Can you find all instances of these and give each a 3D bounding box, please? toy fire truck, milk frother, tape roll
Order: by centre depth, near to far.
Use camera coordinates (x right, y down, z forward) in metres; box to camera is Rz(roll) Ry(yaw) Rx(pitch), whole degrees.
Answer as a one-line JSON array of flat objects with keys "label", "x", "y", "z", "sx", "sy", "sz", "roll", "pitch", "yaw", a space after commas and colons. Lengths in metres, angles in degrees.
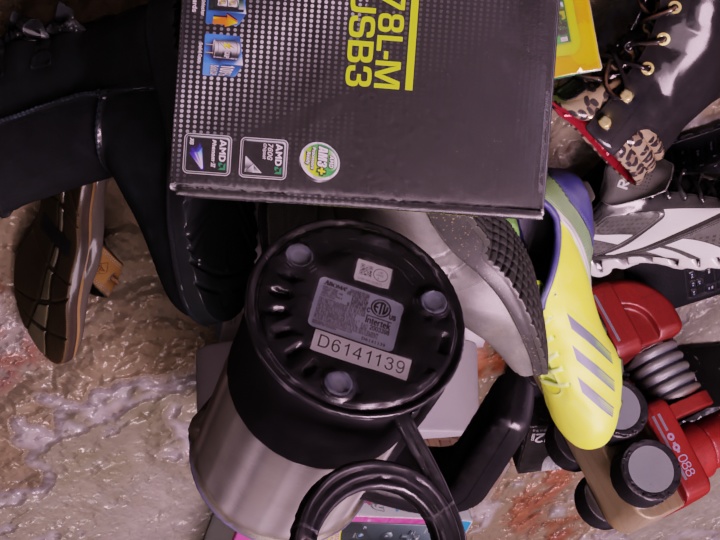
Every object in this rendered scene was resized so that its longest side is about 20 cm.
[{"label": "milk frother", "x": -0.020, "y": 0.112, "z": 0.777, "sx": 0.180, "sy": 0.200, "sz": 0.188, "roll": 33, "pitch": 146, "yaw": 5}, {"label": "tape roll", "x": -0.016, "y": 0.087, "z": 1.011, "sx": 0.200, "sy": 0.066, "sz": 0.200, "roll": -1, "pitch": 171, "yaw": 0}, {"label": "toy fire truck", "x": 0.242, "y": 0.079, "z": 1.078, "sx": 0.200, "sy": 0.176, "sz": 0.129, "roll": -19, "pitch": 162, "yaw": -22}]

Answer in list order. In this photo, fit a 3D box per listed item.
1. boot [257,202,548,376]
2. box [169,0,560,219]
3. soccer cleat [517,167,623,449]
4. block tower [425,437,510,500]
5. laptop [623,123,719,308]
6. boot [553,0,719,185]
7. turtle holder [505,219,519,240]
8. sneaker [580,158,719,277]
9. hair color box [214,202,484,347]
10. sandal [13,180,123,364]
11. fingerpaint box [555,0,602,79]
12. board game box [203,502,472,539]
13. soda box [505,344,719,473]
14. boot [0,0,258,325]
[{"label": "boot", "x": 0.028, "y": 0.006, "z": 0.856, "sx": 0.131, "sy": 0.068, "sz": 0.200, "roll": -18, "pitch": 135, "yaw": 19}, {"label": "box", "x": 0.005, "y": -0.130, "z": 0.735, "sx": 0.193, "sy": 0.048, "sz": 0.200, "roll": 5, "pitch": 92, "yaw": -3}, {"label": "soccer cleat", "x": 0.130, "y": 0.030, "z": 0.972, "sx": 0.084, "sy": 0.065, "sz": 0.200, "roll": -21, "pitch": 105, "yaw": -49}, {"label": "block tower", "x": 0.026, "y": 0.148, "z": 1.164, "sx": 0.200, "sy": 0.058, "sz": 0.054, "roll": 5, "pitch": 131, "yaw": -21}, {"label": "laptop", "x": 0.300, "y": -0.019, "z": 1.051, "sx": 0.200, "sy": 0.103, "sz": 0.177, "roll": -18, "pitch": 134, "yaw": 1}, {"label": "boot", "x": 0.180, "y": -0.153, "z": 0.893, "sx": 0.151, "sy": 0.073, "sz": 0.200, "roll": -46, "pitch": 136, "yaw": 4}, {"label": "turtle holder", "x": 0.029, "y": -0.079, "z": 0.900, "sx": 0.141, "sy": 0.132, "sz": 0.186, "roll": 15, "pitch": 126, "yaw": -26}, {"label": "sneaker", "x": 0.208, "y": -0.046, "z": 0.993, "sx": 0.200, "sy": 0.066, "sz": 0.091, "roll": -8, "pitch": 133, "yaw": 28}, {"label": "hair color box", "x": 0.000, "y": 0.000, "z": 1.015, "sx": 0.200, "sy": 0.061, "sz": 0.099, "roll": 1, "pitch": 132, "yaw": -16}, {"label": "sandal", "x": -0.186, "y": -0.019, "z": 0.950, "sx": 0.055, "sy": 0.082, "sz": 0.200, "roll": -11, "pitch": 131, "yaw": -37}, {"label": "fingerpaint box", "x": 0.016, "y": -0.172, "z": 0.795, "sx": 0.200, "sy": 0.073, "sz": 0.167, "roll": -13, "pitch": 97, "yaw": -5}, {"label": "board game box", "x": -0.025, "y": 0.232, "z": 1.223, "sx": 0.200, "sy": 0.064, "sz": 0.148, "roll": 5, "pitch": 131, "yaw": -21}, {"label": "soda box", "x": 0.219, "y": 0.113, "z": 1.173, "sx": 0.200, "sy": 0.071, "sz": 0.063, "roll": -5, "pitch": 136, "yaw": -11}, {"label": "boot", "x": -0.151, "y": -0.060, "z": 0.818, "sx": 0.162, "sy": 0.198, "sz": 0.073, "roll": -8, "pitch": -179, "yaw": 26}]
